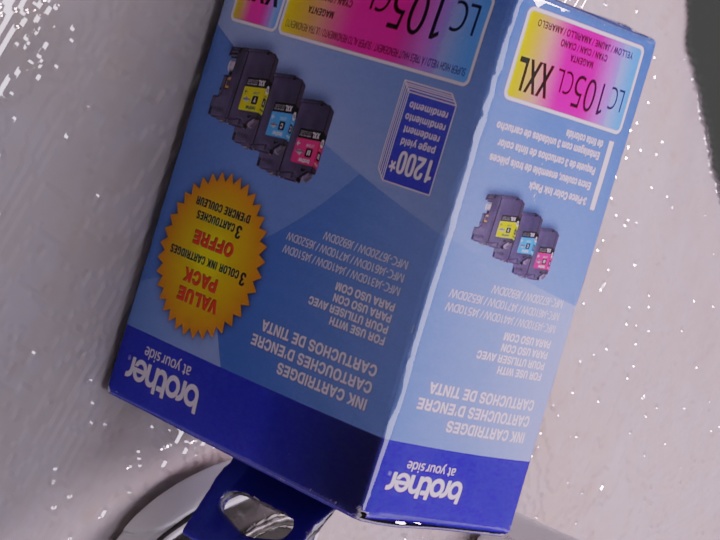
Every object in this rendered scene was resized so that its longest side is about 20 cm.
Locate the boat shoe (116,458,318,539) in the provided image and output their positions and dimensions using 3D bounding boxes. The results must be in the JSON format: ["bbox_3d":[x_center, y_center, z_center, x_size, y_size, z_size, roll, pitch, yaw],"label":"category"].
[{"bbox_3d":[-0.074,0.146,0.828,0.200,0.064,0.071,-46,131,-23],"label":"boat shoe"}]

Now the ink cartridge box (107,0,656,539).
[{"bbox_3d":[0.000,0.000,0.795,0.076,0.136,0.200,11,96,-44],"label":"ink cartridge box"}]

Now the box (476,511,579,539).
[{"bbox_3d":[0.077,0.219,0.938,0.200,0.152,0.106,-56,135,-13],"label":"box"}]
